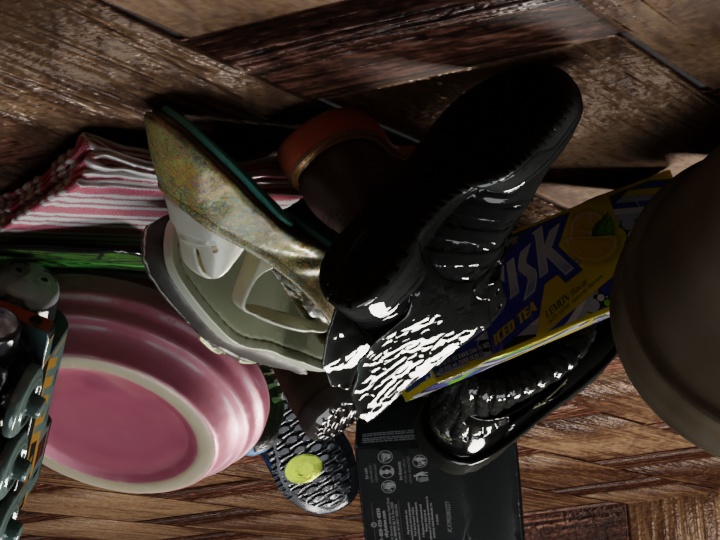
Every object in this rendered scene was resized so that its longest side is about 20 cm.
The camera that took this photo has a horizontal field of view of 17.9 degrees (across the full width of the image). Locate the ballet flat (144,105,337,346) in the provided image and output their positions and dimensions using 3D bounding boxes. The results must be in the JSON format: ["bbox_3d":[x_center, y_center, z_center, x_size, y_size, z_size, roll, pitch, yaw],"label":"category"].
[{"bbox_3d":[-0.057,-0.014,1.223,0.071,0.071,0.200,-13,147,35],"label":"ballet flat"}]

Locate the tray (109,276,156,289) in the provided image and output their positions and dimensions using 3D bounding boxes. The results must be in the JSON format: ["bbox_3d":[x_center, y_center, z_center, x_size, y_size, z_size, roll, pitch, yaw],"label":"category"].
[{"bbox_3d":[-0.149,0.013,1.538,0.200,0.037,0.099,-9,167,24],"label":"tray"}]

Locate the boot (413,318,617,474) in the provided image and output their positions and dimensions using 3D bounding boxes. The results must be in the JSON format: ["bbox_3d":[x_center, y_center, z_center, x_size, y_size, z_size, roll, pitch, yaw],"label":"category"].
[{"bbox_3d":[0.124,0.038,1.508,0.211,0.079,0.158,-46,167,-25],"label":"boot"}]

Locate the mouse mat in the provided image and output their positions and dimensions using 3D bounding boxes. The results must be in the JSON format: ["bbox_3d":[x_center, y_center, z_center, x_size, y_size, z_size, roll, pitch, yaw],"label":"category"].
[{"bbox_3d":[-0.208,-0.006,1.403,0.199,0.008,0.161,3,175,13],"label":"mouse mat"}]

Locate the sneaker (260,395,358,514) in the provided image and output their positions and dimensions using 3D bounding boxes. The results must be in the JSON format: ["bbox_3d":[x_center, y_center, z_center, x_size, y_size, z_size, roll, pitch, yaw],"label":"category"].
[{"bbox_3d":[-0.065,0.105,1.743,0.066,0.078,0.200,-34,124,7],"label":"sneaker"}]

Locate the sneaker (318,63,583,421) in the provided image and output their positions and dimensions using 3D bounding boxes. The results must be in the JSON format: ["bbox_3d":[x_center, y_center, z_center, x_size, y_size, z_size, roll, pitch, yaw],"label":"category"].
[{"bbox_3d":[0.049,-0.013,1.185,0.200,0.060,0.104,-44,144,1],"label":"sneaker"}]

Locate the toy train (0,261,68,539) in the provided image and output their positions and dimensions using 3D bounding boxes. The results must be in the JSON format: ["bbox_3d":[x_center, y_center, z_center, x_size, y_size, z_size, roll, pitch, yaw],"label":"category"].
[{"bbox_3d":[-0.226,0.087,1.385,0.085,0.114,0.200,19,127,4],"label":"toy train"}]

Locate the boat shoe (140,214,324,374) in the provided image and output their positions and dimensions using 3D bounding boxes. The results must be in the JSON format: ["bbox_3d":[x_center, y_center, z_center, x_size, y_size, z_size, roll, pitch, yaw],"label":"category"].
[{"bbox_3d":[-0.077,0.016,1.331,0.060,0.072,0.201,0,161,28],"label":"boat shoe"}]

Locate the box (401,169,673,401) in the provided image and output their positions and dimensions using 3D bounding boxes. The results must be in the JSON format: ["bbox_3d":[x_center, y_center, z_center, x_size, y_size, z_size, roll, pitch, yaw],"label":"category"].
[{"bbox_3d":[0.107,0.009,1.378,0.200,0.070,0.064,-21,173,-22],"label":"box"}]

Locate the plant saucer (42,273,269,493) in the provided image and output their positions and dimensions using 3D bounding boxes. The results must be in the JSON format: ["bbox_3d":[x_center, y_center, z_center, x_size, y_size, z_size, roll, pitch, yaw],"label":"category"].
[{"bbox_3d":[-0.161,0.083,1.487,0.200,0.051,0.201,10,142,8],"label":"plant saucer"}]

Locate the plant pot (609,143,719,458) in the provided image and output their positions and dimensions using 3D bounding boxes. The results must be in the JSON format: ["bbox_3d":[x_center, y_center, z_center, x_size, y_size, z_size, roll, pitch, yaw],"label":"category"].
[{"bbox_3d":[0.252,-0.011,1.264,0.199,0.200,0.174,-3,152,-8],"label":"plant pot"}]

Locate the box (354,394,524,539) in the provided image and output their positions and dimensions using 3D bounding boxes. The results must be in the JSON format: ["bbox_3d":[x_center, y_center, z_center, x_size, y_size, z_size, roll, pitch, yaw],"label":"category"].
[{"bbox_3d":[0.062,0.149,1.790,0.124,0.149,0.200,-4,-156,3],"label":"box"}]

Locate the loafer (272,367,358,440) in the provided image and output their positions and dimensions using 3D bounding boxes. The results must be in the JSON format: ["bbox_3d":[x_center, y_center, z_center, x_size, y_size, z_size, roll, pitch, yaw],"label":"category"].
[{"bbox_3d":[0.021,0.028,1.489,0.200,0.071,0.073,-35,161,-31],"label":"loafer"}]

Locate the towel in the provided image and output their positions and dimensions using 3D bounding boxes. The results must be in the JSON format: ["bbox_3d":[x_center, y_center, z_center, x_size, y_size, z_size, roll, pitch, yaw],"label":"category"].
[{"bbox_3d":[-0.129,-0.041,1.319,0.146,0.030,0.200,2,169,-28],"label":"towel"}]

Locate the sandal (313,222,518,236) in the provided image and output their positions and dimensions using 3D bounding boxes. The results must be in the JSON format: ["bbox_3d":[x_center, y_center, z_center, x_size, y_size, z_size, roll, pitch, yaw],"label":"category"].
[{"bbox_3d":[0.000,0.000,1.420,0.199,0.055,0.082,-3,142,-7],"label":"sandal"}]

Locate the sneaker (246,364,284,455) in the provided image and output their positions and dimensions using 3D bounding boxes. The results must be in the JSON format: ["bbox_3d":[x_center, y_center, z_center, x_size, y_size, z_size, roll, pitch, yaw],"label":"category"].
[{"bbox_3d":[-0.128,0.093,1.620,0.078,0.090,0.200,-14,-154,-41],"label":"sneaker"}]

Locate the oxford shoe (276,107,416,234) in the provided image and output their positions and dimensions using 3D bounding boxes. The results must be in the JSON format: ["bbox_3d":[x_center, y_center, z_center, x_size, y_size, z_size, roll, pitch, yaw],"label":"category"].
[{"bbox_3d":[0.023,-0.029,1.267,0.071,0.073,0.200,-38,156,19],"label":"oxford shoe"}]
